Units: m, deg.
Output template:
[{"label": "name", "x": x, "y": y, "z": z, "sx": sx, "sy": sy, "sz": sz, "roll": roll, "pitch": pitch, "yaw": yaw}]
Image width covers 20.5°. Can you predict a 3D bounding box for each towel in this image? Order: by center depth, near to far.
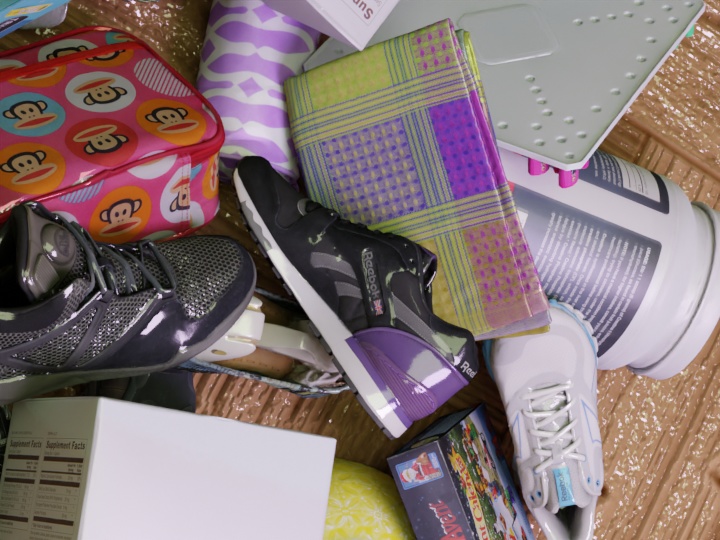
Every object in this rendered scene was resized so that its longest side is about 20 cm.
[{"label": "towel", "x": 0.032, "y": -0.042, "z": 1.243, "sx": 0.023, "sy": 0.143, "sz": 0.201, "roll": -21, "pitch": 94, "yaw": -59}]

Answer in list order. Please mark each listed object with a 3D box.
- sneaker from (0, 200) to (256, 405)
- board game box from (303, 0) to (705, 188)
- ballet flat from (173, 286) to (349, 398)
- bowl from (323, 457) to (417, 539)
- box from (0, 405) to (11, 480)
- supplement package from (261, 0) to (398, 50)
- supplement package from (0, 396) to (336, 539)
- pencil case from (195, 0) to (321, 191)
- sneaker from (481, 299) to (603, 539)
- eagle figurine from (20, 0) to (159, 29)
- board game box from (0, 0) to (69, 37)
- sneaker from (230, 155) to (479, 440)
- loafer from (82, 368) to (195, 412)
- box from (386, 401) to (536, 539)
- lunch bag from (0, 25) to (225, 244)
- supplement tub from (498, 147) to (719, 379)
[{"label": "sneaker", "x": -0.145, "y": 0.008, "z": 1.145, "sx": 0.199, "sy": 0.114, "sz": 0.076, "roll": -14, "pitch": 59, "yaw": -23}, {"label": "board game box", "x": 0.096, "y": -0.146, "z": 1.308, "sx": 0.199, "sy": 0.026, "sz": 0.200, "roll": 21, "pitch": 47, "yaw": 23}, {"label": "ballet flat", "x": -0.068, "y": 0.037, "z": 1.260, "sx": 0.200, "sy": 0.074, "sz": 0.075, "roll": 14, "pitch": 78, "yaw": -42}, {"label": "bowl", "x": -0.013, "y": 0.219, "z": 1.276, "sx": 0.199, "sy": 0.108, "sz": 0.201, "roll": 2, "pitch": 84, "yaw": -19}, {"label": "box", "x": -0.323, "y": 0.081, "z": 1.219, "sx": 0.199, "sy": 0.044, "sz": 0.161, "roll": -18, "pitch": 90, "yaw": -20}, {"label": "supplement package", "x": -0.004, "y": -0.256, "z": 1.208, "sx": 0.200, "sy": 0.117, "sz": 0.117, "roll": -53, "pitch": 129, "yaw": -3}, {"label": "supplement package", "x": -0.125, "y": 0.184, "z": 1.157, "sx": 0.151, "sy": 0.151, "sz": 0.201, "roll": 12, "pitch": 80, "yaw": -27}, {"label": "pencil case", "x": -0.060, "y": -0.152, "z": 1.320, "sx": 0.085, "sy": 0.084, "sz": 0.201, "roll": 21, "pitch": 78, "yaw": -37}, {"label": "sneaker", "x": 0.129, "y": 0.106, "z": 1.291, "sx": 0.075, "sy": 0.087, "sz": 0.200, "roll": -13, "pitch": 130, "yaw": 5}, {"label": "eagle figurine", "x": -0.152, "y": -0.245, "z": 1.266, "sx": 0.200, "sy": 0.151, "sz": 0.152, "roll": -25, "pitch": 111, "yaw": -33}, {"label": "board game box", "x": -0.250, "y": -0.210, "z": 1.196, "sx": 0.047, "sy": 0.200, "sz": 0.152, "roll": -16, "pitch": 89, "yaw": -46}, {"label": "sneaker", "x": 0.000, "y": 0.000, "z": 1.229, "sx": 0.087, "sy": 0.076, "sz": 0.200, "roll": -35, "pitch": 75, "yaw": 2}, {"label": "loafer", "x": -0.146, "y": 0.076, "z": 1.281, "sx": 0.072, "sy": 0.063, "sz": 0.201, "roll": 19, "pitch": 81, "yaw": -47}, {"label": "box", "x": 0.085, "y": 0.196, "z": 1.300, "sx": 0.038, "sy": 0.137, "sz": 0.201, "roll": -21, "pitch": 91, "yaw": 17}, {"label": "lunch bag", "x": -0.200, "y": -0.078, "z": 1.230, "sx": 0.200, "sy": 0.082, "sz": 0.176, "roll": -20, "pitch": 47, "yaw": -30}, {"label": "supplement tub", "x": 0.134, "y": -0.017, "z": 1.335, "sx": 0.199, "sy": 0.140, "sz": 0.141, "roll": 21, "pitch": 77, "yaw": -15}]
